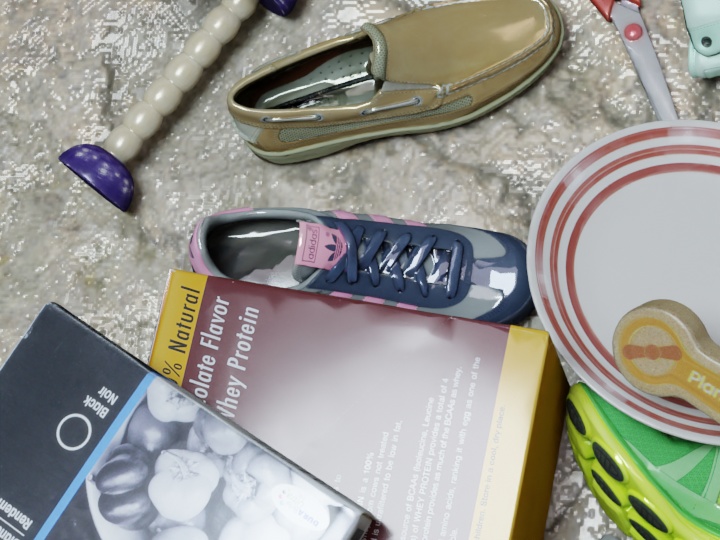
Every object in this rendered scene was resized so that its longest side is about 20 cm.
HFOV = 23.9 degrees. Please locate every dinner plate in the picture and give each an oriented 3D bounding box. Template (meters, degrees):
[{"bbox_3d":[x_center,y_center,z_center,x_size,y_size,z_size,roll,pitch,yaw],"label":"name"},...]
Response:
[{"bbox_3d":[0.185,0.006,0.906,0.199,0.024,0.201,3,60,-5],"label":"dinner plate"}]

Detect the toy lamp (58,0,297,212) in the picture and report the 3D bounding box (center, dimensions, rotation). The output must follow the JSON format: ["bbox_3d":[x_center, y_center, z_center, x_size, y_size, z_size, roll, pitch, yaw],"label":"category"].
[{"bbox_3d":[-0.097,-0.128,1.011,0.058,0.058,0.200,35,84,18],"label":"toy lamp"}]

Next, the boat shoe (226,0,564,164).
[{"bbox_3d":[0.020,-0.115,0.972,0.199,0.076,0.072,-22,71,5],"label":"boat shoe"}]

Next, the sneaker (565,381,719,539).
[{"bbox_3d":[0.192,0.120,0.882,0.200,0.074,0.084,37,67,16],"label":"sneaker"}]

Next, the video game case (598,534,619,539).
[{"bbox_3d":[0.169,0.211,0.803,0.200,0.182,0.022,32,113,18],"label":"video game case"}]

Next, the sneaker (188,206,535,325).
[{"bbox_3d":[0.000,0.000,0.941,0.199,0.082,0.070,0,75,12],"label":"sneaker"}]

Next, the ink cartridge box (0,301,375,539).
[{"bbox_3d":[-0.127,0.147,0.809,0.198,0.043,0.200,31,85,19],"label":"ink cartridge box"}]

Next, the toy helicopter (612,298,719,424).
[{"bbox_3d":[0.208,0.069,0.797,0.200,0.079,0.133,33,124,22],"label":"toy helicopter"}]

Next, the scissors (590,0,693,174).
[{"bbox_3d":[0.159,-0.151,0.985,0.073,0.014,0.200,-34,69,-1],"label":"scissors"}]

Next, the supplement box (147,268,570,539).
[{"bbox_3d":[-0.010,0.123,0.883,0.199,0.133,0.198,9,77,14],"label":"supplement box"}]

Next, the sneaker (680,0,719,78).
[{"bbox_3d":[0.250,-0.115,0.935,0.118,0.074,0.201,-32,83,25],"label":"sneaker"}]
